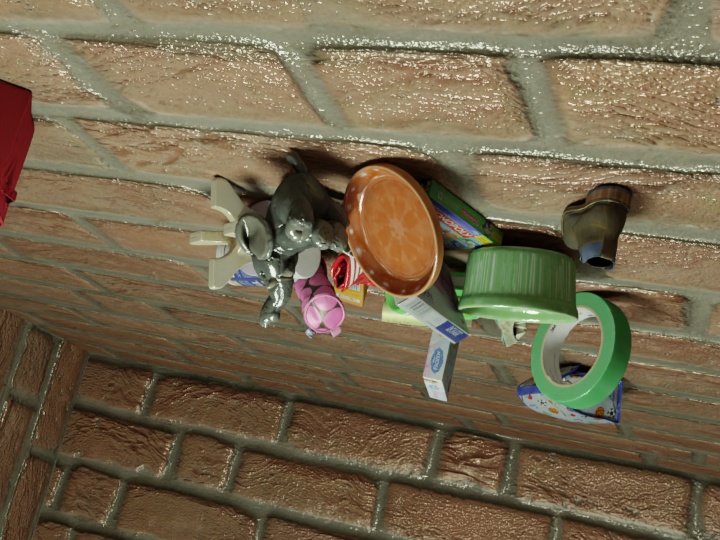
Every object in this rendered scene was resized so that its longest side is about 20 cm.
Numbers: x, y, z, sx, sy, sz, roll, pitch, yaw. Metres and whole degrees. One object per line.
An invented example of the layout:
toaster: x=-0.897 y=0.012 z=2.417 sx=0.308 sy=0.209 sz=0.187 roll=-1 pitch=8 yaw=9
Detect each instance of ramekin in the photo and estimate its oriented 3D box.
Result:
ramekin: x=0.260 y=0.024 z=1.527 sx=0.195 sy=0.100 sz=0.200 roll=6 pitch=172 yaw=1

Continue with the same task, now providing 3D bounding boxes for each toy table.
toy table: x=-0.206 y=-0.058 z=1.606 sx=0.115 sy=0.188 sz=0.199 roll=6 pitch=160 yaw=-35

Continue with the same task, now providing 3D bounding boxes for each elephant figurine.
elephant figurine: x=-0.123 y=-0.043 z=1.422 sx=0.141 sy=0.157 sz=0.199 roll=36 pitch=128 yaw=-27

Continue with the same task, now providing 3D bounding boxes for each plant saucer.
plant saucer: x=0.050 y=-0.060 z=1.382 sx=0.032 sy=0.205 sz=0.198 roll=-25 pitch=-168 yaw=-37

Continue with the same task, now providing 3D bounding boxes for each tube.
tube: x=0.144 y=0.099 z=2.022 sx=0.195 sy=0.053 sz=0.058 roll=7 pitch=-156 yaw=7

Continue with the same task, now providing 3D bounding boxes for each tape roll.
tape roll: x=0.391 y=0.142 z=1.668 sx=0.048 sy=0.205 sz=0.199 roll=23 pitch=162 yaw=-30

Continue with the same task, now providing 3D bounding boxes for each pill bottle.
pill bottle: x=-0.172 y=-0.027 z=1.760 sx=0.197 sy=0.113 sz=0.110 roll=0 pitch=159 yaw=42

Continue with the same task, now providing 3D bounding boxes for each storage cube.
storage cube: x=-0.621 y=-0.198 z=1.465 sx=0.196 sy=0.184 sz=0.171 roll=17 pitch=164 yaw=-13

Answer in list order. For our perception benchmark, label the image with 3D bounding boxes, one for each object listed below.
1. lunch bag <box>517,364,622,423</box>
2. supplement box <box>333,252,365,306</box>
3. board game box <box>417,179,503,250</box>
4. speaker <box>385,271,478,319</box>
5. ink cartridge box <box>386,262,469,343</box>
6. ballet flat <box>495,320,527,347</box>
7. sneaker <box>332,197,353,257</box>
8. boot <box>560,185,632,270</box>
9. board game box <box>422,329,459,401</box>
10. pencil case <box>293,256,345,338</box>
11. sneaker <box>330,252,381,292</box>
lunch bag: x=0.494 y=0.293 z=2.224 sx=0.196 sy=0.127 sz=0.170 roll=11 pitch=166 yaw=-19
supplement box: x=-0.015 y=0.009 z=1.826 sx=0.067 sy=0.068 sz=0.200 roll=17 pitch=163 yaw=2
board game box: x=0.117 y=-0.084 z=1.473 sx=0.133 sy=0.030 sz=0.199 roll=0 pitch=158 yaw=43
speaker: x=0.144 y=0.043 z=1.694 sx=0.196 sy=0.091 sz=0.088 roll=5 pitch=171 yaw=-34
ink cartridge box: x=0.096 y=-0.001 z=1.540 sx=0.043 sy=0.203 sz=0.195 roll=-29 pitch=146 yaw=22
ballet flat: x=0.308 y=0.108 z=1.880 sx=0.061 sy=0.069 sz=0.200 roll=-1 pitch=160 yaw=15
sneaker: x=-0.055 y=-0.088 z=1.546 sx=0.198 sy=0.079 sz=0.090 roll=34 pitch=171 yaw=-16
boot: x=0.319 y=-0.040 z=1.315 sx=0.073 sy=0.099 sz=0.200 roll=14 pitch=164 yaw=0
board game box: x=0.169 y=0.139 z=1.854 sx=0.040 sy=0.204 sz=0.200 roll=10 pitch=163 yaw=12
pencil case: x=-0.084 y=0.042 z=1.780 sx=0.094 sy=0.090 sz=0.201 roll=47 pitch=-170 yaw=-29
sneaker: x=0.000 y=0.000 z=1.667 sx=0.079 sy=0.114 sz=0.201 roll=51 pitch=170 yaw=30
